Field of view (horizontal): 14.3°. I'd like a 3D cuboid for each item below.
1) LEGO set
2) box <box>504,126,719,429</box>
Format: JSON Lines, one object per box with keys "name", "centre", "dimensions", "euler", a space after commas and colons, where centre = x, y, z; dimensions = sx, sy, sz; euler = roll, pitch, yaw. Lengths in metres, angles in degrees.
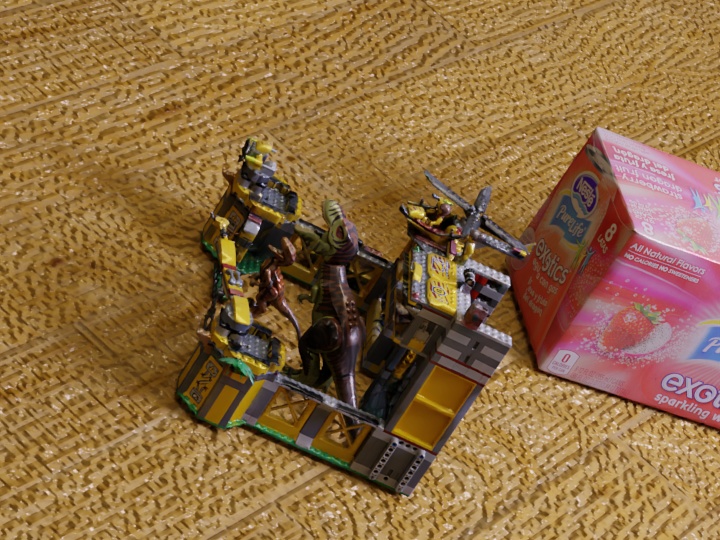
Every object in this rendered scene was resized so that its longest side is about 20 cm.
{"name": "LEGO set", "centre": [0.000, 0.000, 1.349], "dimensions": [0.154, 0.116, 0.200], "euler": [29, 29, -6]}
{"name": "box", "centre": [0.192, 0.016, 1.530], "dimensions": [0.200, 0.103, 0.095], "euler": [19, 32, -24]}
